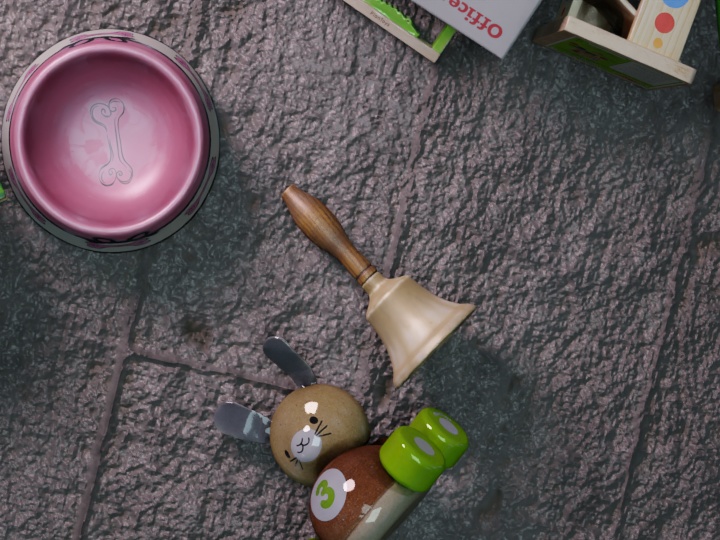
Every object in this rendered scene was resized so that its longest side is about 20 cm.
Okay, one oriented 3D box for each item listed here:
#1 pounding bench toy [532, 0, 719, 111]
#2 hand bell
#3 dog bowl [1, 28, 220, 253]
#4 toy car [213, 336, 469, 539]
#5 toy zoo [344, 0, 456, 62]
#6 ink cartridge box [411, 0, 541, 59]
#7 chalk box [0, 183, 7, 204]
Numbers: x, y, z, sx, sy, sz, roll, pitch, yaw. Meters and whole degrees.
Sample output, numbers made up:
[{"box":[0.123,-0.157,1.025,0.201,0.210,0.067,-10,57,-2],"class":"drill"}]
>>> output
[{"box":[0.283,-0.247,1.471,0.198,0.124,0.158,21,90,-8],"class":"pounding bench toy"},{"box":[0.000,0.000,1.484,0.104,0.104,0.200,-45,85,-2],"class":"hand bell"},{"box":[-0.221,-0.115,1.446,0.197,0.074,0.203,0,94,-7],"class":"dog bowl"},{"box":[-0.035,0.157,1.456,0.200,0.158,0.165,41,107,10],"class":"toy car"},{"box":[0.070,-0.305,1.463,0.130,0.020,0.201,32,108,-8],"class":"toy zoo"},{"box":[0.117,-0.307,1.404,0.144,0.084,0.201,31,109,-8],"class":"ink cartridge box"},{"box":[-0.393,-0.074,1.381,0.124,0.123,0.202,-31,97,-41],"class":"chalk box"}]
